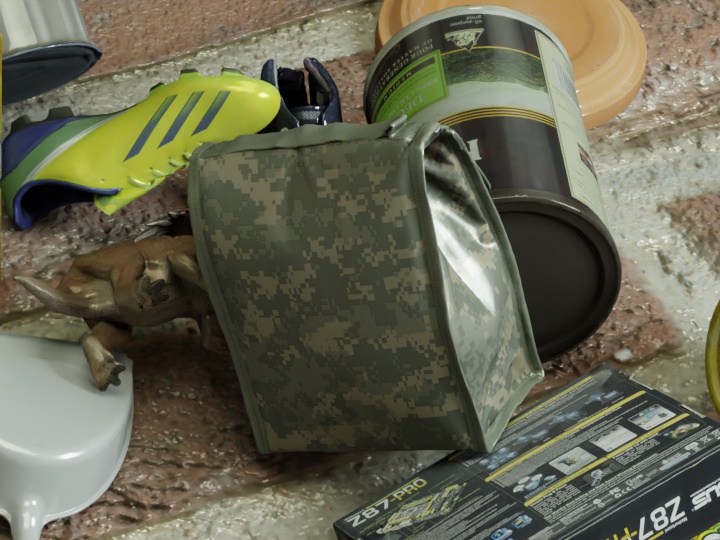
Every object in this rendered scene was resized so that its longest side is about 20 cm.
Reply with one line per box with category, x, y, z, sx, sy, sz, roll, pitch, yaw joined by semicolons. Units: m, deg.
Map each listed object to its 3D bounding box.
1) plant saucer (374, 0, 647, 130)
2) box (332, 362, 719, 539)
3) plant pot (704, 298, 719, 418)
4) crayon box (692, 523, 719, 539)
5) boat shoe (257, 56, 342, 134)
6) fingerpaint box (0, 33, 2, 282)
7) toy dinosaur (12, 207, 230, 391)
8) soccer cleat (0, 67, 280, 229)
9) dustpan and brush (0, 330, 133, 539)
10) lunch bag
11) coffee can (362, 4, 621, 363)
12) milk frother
plant saucer;0.111;-0.171;2.022;0.199;0.032;0.201;4;41;-3
box;0.103;0.135;1.582;0.199;0.049;0.161;-29;25;-17
plant pot;0.289;0.054;1.645;0.141;0.201;0.200;3;38;-32
crayon box;0.192;0.193;1.606;0.172;0.058;0.200;27;45;21
boat shoe;-0.036;-0.055;1.823;0.074;0.093;0.200;-6;43;-15
fingerpaint box;-0.292;-0.036;1.682;0.073;0.201;0.167;23;44;18
toy dinosaur;-0.133;0.004;1.730;0.199;0.086;0.136;-7;32;-25
soccer cleat;-0.143;-0.075;1.820;0.199;0.065;0.084;-14;61;14
dustpan and brush;-0.197;0.120;1.642;0.139;0.057;0.200;9;33;-17
lunch bag;0.000;0.000;1.647;0.163;0.201;0.118;-3;27;29
coffee can;0.082;-0.055;1.802;0.145;0.147;0.201;1;41;-8
milk frother;-0.282;-0.200;1.932;0.180;0.200;0.189;-19;80;5
